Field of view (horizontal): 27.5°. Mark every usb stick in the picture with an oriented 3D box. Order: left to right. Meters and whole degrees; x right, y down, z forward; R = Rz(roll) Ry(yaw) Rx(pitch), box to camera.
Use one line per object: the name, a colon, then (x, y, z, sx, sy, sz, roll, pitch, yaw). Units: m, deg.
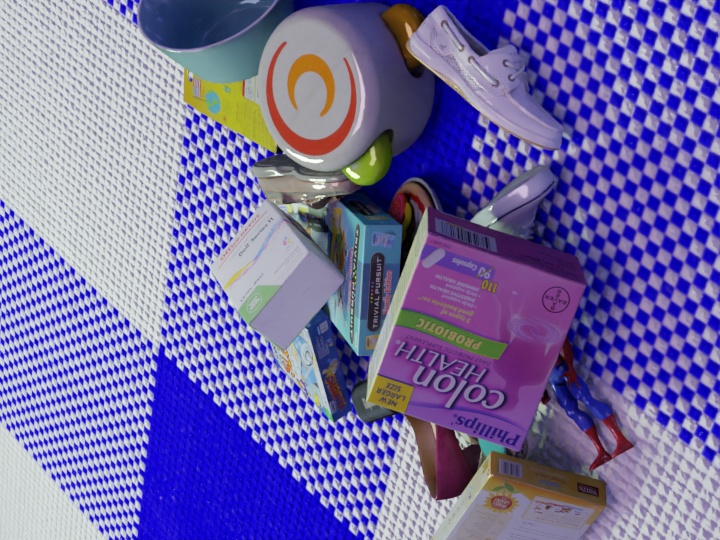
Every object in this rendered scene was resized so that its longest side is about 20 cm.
usb stick: (0.022, 0.158, 1.831, 0.200, 0.032, 0.056, 139, 118, -76)

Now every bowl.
bowl: (-0.160, -0.306, 1.785, 0.200, 0.201, 0.105, 31, 162, 37)

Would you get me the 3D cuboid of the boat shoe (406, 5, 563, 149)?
boat shoe: (0.140, -0.205, 1.540, 0.200, 0.071, 0.069, 40, 108, 13)

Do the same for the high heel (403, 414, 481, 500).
high heel: (0.071, 0.190, 1.798, 0.200, 0.096, 0.068, 45, 137, 26)

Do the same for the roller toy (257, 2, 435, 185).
roller toy: (-0.012, -0.213, 1.673, 0.182, 0.139, 0.201, 22, 115, 35)

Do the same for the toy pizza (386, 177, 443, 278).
toy pizza: (0.050, -0.008, 1.713, 0.200, 0.031, 0.202, -178, 90, -70)

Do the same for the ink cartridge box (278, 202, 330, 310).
ink cartridge box: (-0.053, -0.032, 1.888, 0.119, 0.042, 0.201, 3, 111, 49)

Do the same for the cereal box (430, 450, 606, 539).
cereal box: (0.177, 0.294, 1.700, 0.200, 0.143, 0.040, 119, 163, -44)

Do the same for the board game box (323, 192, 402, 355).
board game box: (0.000, 0.000, 1.737, 0.200, 0.047, 0.152, -133, 45, -72)

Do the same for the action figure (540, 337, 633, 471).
action figure: (0.225, 0.121, 1.627, 0.201, 0.051, 0.065, 61, 144, 12)

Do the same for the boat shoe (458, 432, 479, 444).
boat shoe: (0.101, 0.114, 1.755, 0.076, 0.071, 0.201, -18, 89, 68)

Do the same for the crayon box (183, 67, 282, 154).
crayon box: (-0.151, -0.246, 1.891, 0.199, 0.051, 0.128, 31, 129, 37)

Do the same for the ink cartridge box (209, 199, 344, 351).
ink cartridge box: (-0.110, -0.005, 1.777, 0.117, 0.067, 0.200, -50, 33, 5)

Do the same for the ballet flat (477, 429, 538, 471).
ballet flat: (0.170, 0.221, 1.710, 0.068, 0.075, 0.201, 50, 151, 37)

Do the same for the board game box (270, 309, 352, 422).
board game box: (-0.077, 0.092, 1.911, 0.135, 0.034, 0.201, 42, 158, 37)

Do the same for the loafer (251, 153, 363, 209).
loafer: (-0.058, -0.104, 1.788, 0.199, 0.072, 0.063, 11, 121, 53)

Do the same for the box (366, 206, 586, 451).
box: (0.119, 0.061, 1.556, 0.175, 0.097, 0.201, 19, 109, -4)

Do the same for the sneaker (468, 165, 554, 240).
sneaker: (0.163, -0.047, 1.612, 0.071, 0.073, 0.200, 47, 145, 0)
